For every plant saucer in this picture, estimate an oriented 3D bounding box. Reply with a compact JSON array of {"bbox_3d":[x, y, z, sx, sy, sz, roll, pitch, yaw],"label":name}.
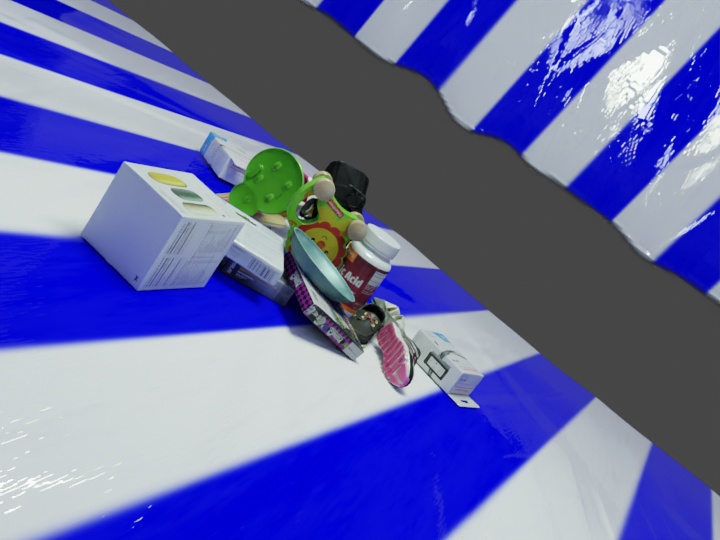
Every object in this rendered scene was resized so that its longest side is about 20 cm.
[{"bbox_3d":[-0.088,-0.002,1.657,0.201,0.036,0.200,50,6,-7],"label":"plant saucer"}]

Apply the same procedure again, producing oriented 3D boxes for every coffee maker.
[{"bbox_3d":[-0.039,-0.167,1.892,0.135,0.191,0.201,45,31,-26],"label":"coffee maker"}]

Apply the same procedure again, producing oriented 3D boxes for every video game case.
[{"bbox_3d":[-0.081,0.071,1.632,0.181,0.036,0.201,47,8,-38],"label":"video game case"}]

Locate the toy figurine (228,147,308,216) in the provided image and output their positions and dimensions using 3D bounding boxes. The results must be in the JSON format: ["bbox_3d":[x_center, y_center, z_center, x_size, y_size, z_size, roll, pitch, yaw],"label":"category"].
[{"bbox_3d":[-0.196,-0.190,1.879,0.151,0.199,0.184,59,13,8],"label":"toy figurine"}]

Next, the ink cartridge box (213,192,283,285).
[{"bbox_3d":[-0.244,-0.068,1.585,0.198,0.041,0.200,33,15,-15],"label":"ink cartridge box"}]

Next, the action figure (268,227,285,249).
[{"bbox_3d":[-0.176,-0.036,1.853,0.200,0.052,0.065,46,12,26],"label":"action figure"}]

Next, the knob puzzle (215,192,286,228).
[{"bbox_3d":[-0.273,-0.137,1.927,0.217,0.031,0.220,20,14,-5],"label":"knob puzzle"}]

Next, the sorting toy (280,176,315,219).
[{"bbox_3d":[-0.193,-0.182,2.067,0.198,0.108,0.180,14,-21,-22],"label":"sorting toy"}]

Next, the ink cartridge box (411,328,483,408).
[{"bbox_3d":[0.213,0.233,1.870,0.200,0.068,0.115,46,17,32],"label":"ink cartridge box"}]

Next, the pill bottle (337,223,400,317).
[{"bbox_3d":[0.000,0.000,1.834,0.113,0.201,0.114,33,13,-9],"label":"pill bottle"}]

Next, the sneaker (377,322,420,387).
[{"bbox_3d":[0.094,0.192,1.704,0.087,0.074,0.201,36,16,-23],"label":"sneaker"}]

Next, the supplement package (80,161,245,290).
[{"bbox_3d":[-0.334,-0.073,1.351,0.151,0.151,0.200,40,14,16],"label":"supplement package"}]

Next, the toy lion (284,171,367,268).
[{"bbox_3d":[-0.095,-0.090,1.754,0.201,0.191,0.069,50,9,-26],"label":"toy lion"}]

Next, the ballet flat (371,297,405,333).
[{"bbox_3d":[0.073,0.117,1.899,0.201,0.063,0.068,-108,176,-64],"label":"ballet flat"}]

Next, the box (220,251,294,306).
[{"bbox_3d":[-0.224,-0.020,1.670,0.157,0.049,0.200,30,15,-23],"label":"box"}]

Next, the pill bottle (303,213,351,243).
[{"bbox_3d":[-0.075,-0.041,1.973,0.199,0.112,0.111,40,14,13],"label":"pill bottle"}]

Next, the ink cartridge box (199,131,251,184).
[{"bbox_3d":[-0.354,-0.293,2.178,0.115,0.068,0.200,23,19,-43],"label":"ink cartridge box"}]

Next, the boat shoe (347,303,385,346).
[{"bbox_3d":[0.008,0.118,1.762,0.073,0.063,0.201,40,15,5],"label":"boat shoe"}]
